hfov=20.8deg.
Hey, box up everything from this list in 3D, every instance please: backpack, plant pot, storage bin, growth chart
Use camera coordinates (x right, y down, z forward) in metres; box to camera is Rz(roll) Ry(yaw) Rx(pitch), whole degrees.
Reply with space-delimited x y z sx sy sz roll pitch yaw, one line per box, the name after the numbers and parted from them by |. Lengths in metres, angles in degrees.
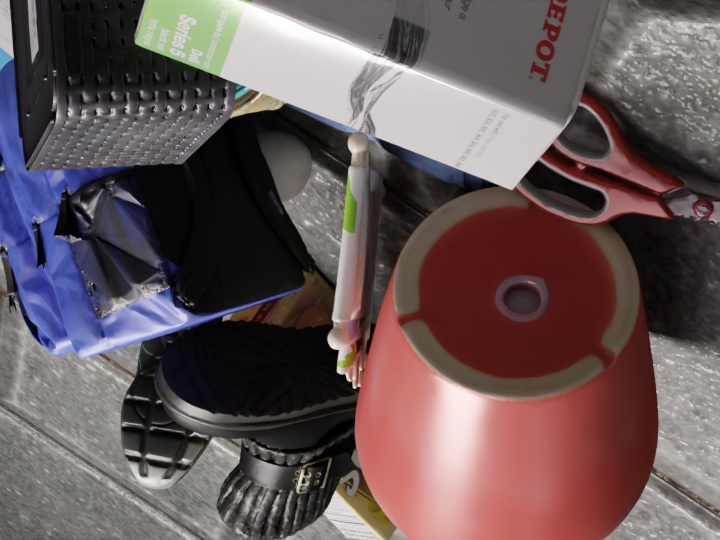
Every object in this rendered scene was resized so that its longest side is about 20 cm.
-0.153 -0.055 1.234 0.167 0.162 0.201 -18 90 24 | backpack
0.091 0.056 1.174 0.200 0.201 0.178 26 153 16 | plant pot
-0.133 -0.133 1.052 0.093 0.136 0.200 -3 175 -14 | storage bin
0.000 0.000 1.219 0.018 0.146 0.200 6 176 4 | growth chart

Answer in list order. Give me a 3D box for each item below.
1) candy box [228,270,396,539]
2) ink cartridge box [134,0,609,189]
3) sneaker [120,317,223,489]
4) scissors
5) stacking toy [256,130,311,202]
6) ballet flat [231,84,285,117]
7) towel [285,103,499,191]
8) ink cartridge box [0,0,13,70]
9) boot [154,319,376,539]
-0.025 0.101 1.494 0.055 0.116 0.200 -2 137 53 | candy box
0.013 -0.146 0.925 0.199 0.146 0.084 22 155 -6 | ink cartridge box
-0.136 0.073 1.507 0.075 0.201 0.079 11 162 -1 | sneaker
0.178 -0.034 1.095 0.199 0.014 0.073 28 115 8 | scissors
-0.106 -0.051 1.357 0.200 0.147 0.146 -26 119 40 | stacking toy
-0.029 -0.130 1.066 0.071 0.071 0.200 38 145 -9 | ballet flat
0.002 -0.120 1.151 0.199 0.049 0.112 26 154 16 | towel
-0.221 -0.207 1.242 0.116 0.067 0.200 42 154 -15 | ink cartridge box
-0.072 0.115 1.335 0.158 0.210 0.080 -56 51 33 | boot
